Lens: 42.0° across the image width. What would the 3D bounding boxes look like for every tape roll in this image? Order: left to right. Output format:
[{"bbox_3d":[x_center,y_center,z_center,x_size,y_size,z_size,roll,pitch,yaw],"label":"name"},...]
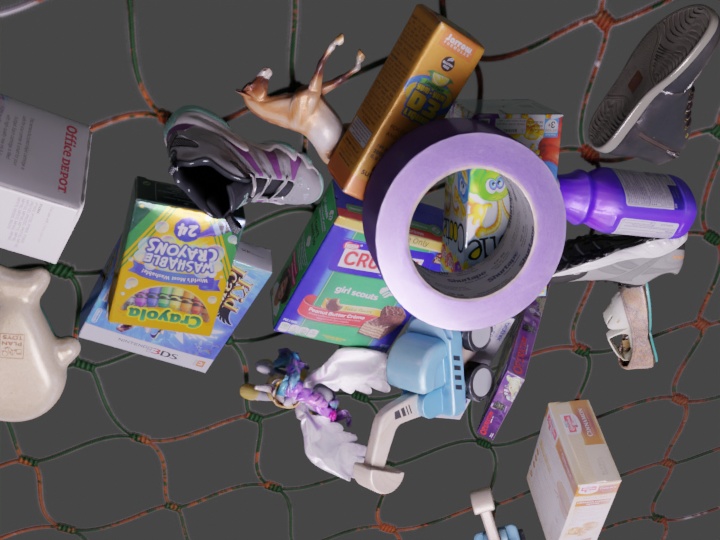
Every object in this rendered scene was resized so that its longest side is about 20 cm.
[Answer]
[{"bbox_3d":[0.103,-0.048,0.957,0.195,0.085,0.204,-3,109,-9],"label":"tape roll"}]

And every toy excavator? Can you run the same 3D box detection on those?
[{"bbox_3d":[0.066,0.154,1.165,0.197,0.099,0.199,-15,106,-38],"label":"toy excavator"},{"bbox_3d":[0.240,0.481,1.627,0.098,0.198,0.200,-15,162,5],"label":"toy excavator"}]

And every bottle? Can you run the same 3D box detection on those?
[{"bbox_3d":[0.309,-0.085,1.147,0.196,0.084,0.066,4,133,-16],"label":"bottle"}]

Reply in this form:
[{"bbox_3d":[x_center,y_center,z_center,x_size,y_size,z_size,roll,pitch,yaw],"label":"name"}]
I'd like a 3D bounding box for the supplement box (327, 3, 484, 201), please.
[{"bbox_3d":[0.045,-0.169,0.983,0.066,0.069,0.202,20,109,-29],"label":"supplement box"}]

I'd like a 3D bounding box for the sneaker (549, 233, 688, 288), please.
[{"bbox_3d":[0.331,-0.007,1.220,0.196,0.074,0.081,-12,116,0],"label":"sneaker"}]

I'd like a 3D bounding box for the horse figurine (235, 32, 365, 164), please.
[{"bbox_3d":[-0.024,-0.168,1.029,0.132,0.050,0.200,-39,125,14],"label":"horse figurine"}]

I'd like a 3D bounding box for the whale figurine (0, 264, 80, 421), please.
[{"bbox_3d":[-0.427,0.083,1.166,0.155,0.104,0.204,3,108,-13],"label":"whale figurine"}]

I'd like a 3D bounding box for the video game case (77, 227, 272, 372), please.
[{"bbox_3d":[-0.233,0.029,1.173,0.179,0.046,0.201,19,126,-27],"label":"video game case"}]

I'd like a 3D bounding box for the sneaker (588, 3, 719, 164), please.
[{"bbox_3d":[0.354,-0.207,1.060,0.104,0.076,0.201,10,139,-25],"label":"sneaker"}]

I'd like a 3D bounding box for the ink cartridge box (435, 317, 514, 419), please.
[{"bbox_3d":[0.143,0.101,1.280,0.043,0.095,0.202,6,131,-17],"label":"ink cartridge box"}]

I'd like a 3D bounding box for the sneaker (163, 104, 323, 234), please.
[{"bbox_3d":[-0.124,-0.087,1.019,0.197,0.141,0.078,19,127,-26],"label":"sneaker"}]

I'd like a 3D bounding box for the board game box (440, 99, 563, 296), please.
[{"bbox_3d":[0.154,-0.083,1.054,0.101,0.105,0.204,-2,108,-9],"label":"board game box"}]

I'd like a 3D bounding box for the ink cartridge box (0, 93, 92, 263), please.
[{"bbox_3d":[-0.383,-0.108,0.944,0.197,0.149,0.086,20,127,-26],"label":"ink cartridge box"}]

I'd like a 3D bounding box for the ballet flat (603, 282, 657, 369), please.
[{"bbox_3d":[0.380,0.077,1.327,0.066,0.069,0.202,-13,132,11],"label":"ballet flat"}]

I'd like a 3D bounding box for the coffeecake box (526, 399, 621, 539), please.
[{"bbox_3d":[0.333,0.331,1.490,0.071,0.155,0.203,-4,134,-8],"label":"coffeecake box"}]

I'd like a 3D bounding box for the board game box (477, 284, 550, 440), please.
[{"bbox_3d":[0.204,0.112,1.238,0.032,0.201,0.121,25,130,3],"label":"board game box"}]

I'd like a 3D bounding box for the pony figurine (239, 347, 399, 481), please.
[{"bbox_3d":[-0.061,0.170,1.236,0.189,0.200,0.170,18,84,-14],"label":"pony figurine"}]

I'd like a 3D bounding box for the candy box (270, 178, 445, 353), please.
[{"bbox_3d":[0.000,0.000,1.169,0.166,0.078,0.202,13,128,-25],"label":"candy box"}]

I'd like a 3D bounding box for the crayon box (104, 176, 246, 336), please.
[{"bbox_3d":[-0.218,0.001,1.084,0.123,0.052,0.203,9,123,-20],"label":"crayon box"}]
